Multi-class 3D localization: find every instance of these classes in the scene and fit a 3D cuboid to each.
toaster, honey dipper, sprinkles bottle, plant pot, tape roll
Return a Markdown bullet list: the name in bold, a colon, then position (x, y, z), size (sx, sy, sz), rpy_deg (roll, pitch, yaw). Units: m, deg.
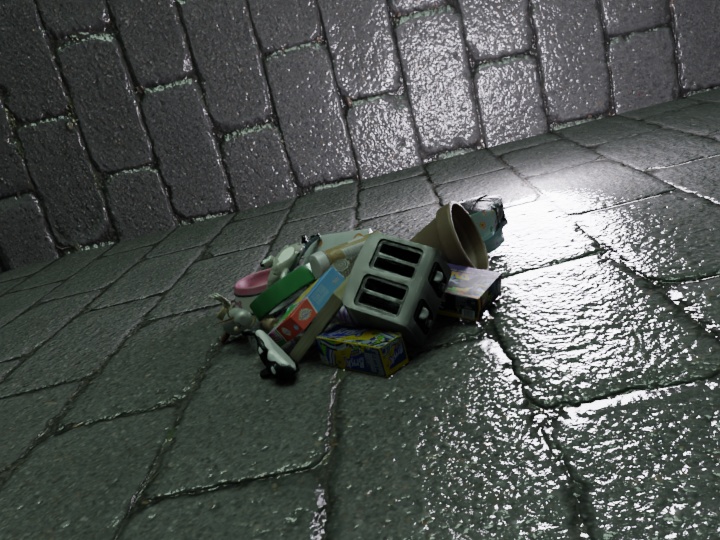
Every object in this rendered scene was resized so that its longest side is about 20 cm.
- **toaster**: position (0.069, 0.034, 1.467), size (0.197, 0.119, 0.183), rpy_deg (17, 70, 23)
- **honey dipper**: position (-0.182, 0.143, 1.706), size (0.038, 0.039, 0.199), rpy_deg (-22, 19, -25)
- **sprinkles bottle**: position (-0.029, -0.039, 1.798), size (0.198, 0.069, 0.068), rpy_deg (-22, 17, -26)
- **plant pot**: position (0.197, -0.045, 1.762), size (0.173, 0.202, 0.200), rpy_deg (-25, 10, 26)
- **tape roll**: position (-0.190, 0.055, 1.835), size (0.199, 0.049, 0.200), rpy_deg (-35, -4, -3)

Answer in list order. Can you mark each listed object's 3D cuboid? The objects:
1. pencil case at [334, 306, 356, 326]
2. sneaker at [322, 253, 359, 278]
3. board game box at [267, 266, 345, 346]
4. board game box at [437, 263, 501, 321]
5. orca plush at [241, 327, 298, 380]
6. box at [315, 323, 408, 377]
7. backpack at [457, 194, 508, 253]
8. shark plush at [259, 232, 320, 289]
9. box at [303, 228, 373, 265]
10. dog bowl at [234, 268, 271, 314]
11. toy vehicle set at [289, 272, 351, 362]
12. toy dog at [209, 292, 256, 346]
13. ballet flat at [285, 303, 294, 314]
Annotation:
- **pencil case**: position (0.005, 0.089, 1.627), size (0.083, 0.087, 0.199), rpy_deg (-1, 8, -33)
- **sneaker**: position (0.000, 0.000, 1.748), size (0.198, 0.076, 0.071), rpy_deg (-29, 51, -14)
- **board game box**: position (-0.124, 0.085, 1.577), size (0.154, 0.040, 0.200), rpy_deg (-51, 6, -28)
- **board game box**: position (0.194, 0.040, 1.583), size (0.197, 0.058, 0.165), rpy_deg (10, 25, 26)
- **orca plush**: position (-0.202, 0.186, 1.510), size (0.199, 0.105, 0.072), rpy_deg (36, 89, 41)
- **box**: position (-0.001, 0.158, 1.438), size (0.070, 0.065, 0.198), rpy_deg (-28, 21, -38)
- **backpack**: position (0.291, -0.113, 1.922), size (0.173, 0.156, 0.199), rpy_deg (-7, 8, 32)
- **shark plush**: position (-0.189, -0.032, 1.912), size (0.090, 0.084, 0.202), rpy_deg (22, 65, 22)
- **box**: position (-0.047, -0.027, 1.943), size (0.197, 0.127, 0.097), rpy_deg (-6, -23, 27)
- **dog bowl**: position (-0.268, 0.053, 2.025), size (0.196, 0.075, 0.200), rpy_deg (-14, 16, 4)
- **toy vehicle set**: position (-0.073, 0.098, 1.542), size (0.201, 0.026, 0.124), rpy_deg (-54, -3, 32)
- **toy dog**: position (-0.309, 0.135, 1.731), size (0.130, 0.097, 0.200), rpy_deg (27, -9, 8)
- **ballet flat**: position (-0.121, 0.090, 1.795), size (0.069, 0.072, 0.200), rpy_deg (-8, 15, 23)
